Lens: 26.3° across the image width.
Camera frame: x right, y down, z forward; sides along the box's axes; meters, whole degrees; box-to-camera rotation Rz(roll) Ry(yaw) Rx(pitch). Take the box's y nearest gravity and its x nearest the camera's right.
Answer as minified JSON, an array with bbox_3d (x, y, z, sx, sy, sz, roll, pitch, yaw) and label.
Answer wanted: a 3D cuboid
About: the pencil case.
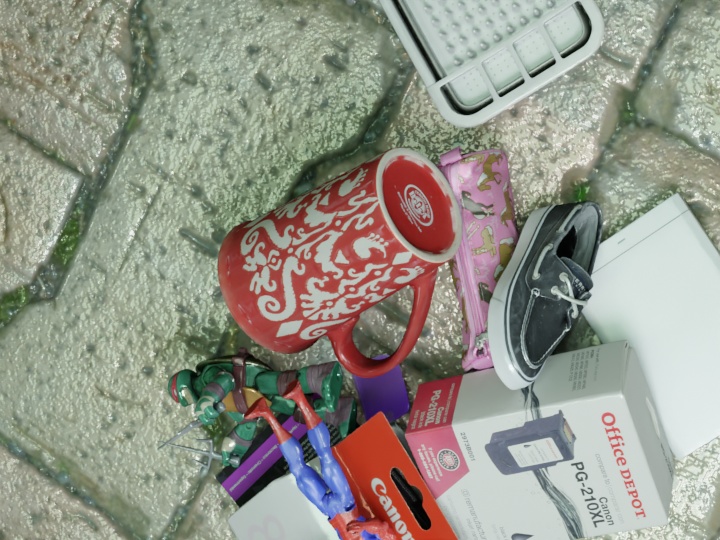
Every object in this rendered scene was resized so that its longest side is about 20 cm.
[{"bbox_3d":[0.112,-0.011,1.398,0.082,0.087,0.201,-10,85,-12],"label":"pencil case"}]

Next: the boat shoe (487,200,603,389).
[{"bbox_3d":[0.168,0.016,1.338,0.068,0.200,0.072,-15,125,38],"label":"boat shoe"}]

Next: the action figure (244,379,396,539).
[{"bbox_3d":[-0.031,0.203,1.308,0.065,0.099,0.201,-28,102,22],"label":"action figure"}]

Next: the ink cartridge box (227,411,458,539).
[{"bbox_3d":[-0.015,0.244,1.385,0.200,0.057,0.163,-43,74,42],"label":"ink cartridge box"}]

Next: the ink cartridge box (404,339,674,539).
[{"bbox_3d":[0.160,0.159,1.355,0.199,0.084,0.145,-13,117,21],"label":"ink cartridge box"}]

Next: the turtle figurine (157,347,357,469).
[{"bbox_3d":[-0.109,0.122,1.415,0.199,0.150,0.101,-3,72,15],"label":"turtle figurine"}]

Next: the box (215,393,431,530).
[{"bbox_3d":[-0.027,0.226,1.465,0.143,0.036,0.200,-44,75,17],"label":"box"}]

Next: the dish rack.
[{"bbox_3d":[0.116,-0.249,1.420,0.171,0.044,0.201,-31,82,16],"label":"dish rack"}]

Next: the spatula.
[{"bbox_3d":[0.049,0.175,1.454,0.056,0.021,0.201,-27,86,33],"label":"spatula"}]

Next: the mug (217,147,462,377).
[{"bbox_3d":[0.000,-0.010,1.389,0.200,0.177,0.134,-29,37,39],"label":"mug"}]

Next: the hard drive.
[{"bbox_3d":[0.285,0.050,1.380,0.132,0.027,0.201,-35,81,15],"label":"hard drive"}]
